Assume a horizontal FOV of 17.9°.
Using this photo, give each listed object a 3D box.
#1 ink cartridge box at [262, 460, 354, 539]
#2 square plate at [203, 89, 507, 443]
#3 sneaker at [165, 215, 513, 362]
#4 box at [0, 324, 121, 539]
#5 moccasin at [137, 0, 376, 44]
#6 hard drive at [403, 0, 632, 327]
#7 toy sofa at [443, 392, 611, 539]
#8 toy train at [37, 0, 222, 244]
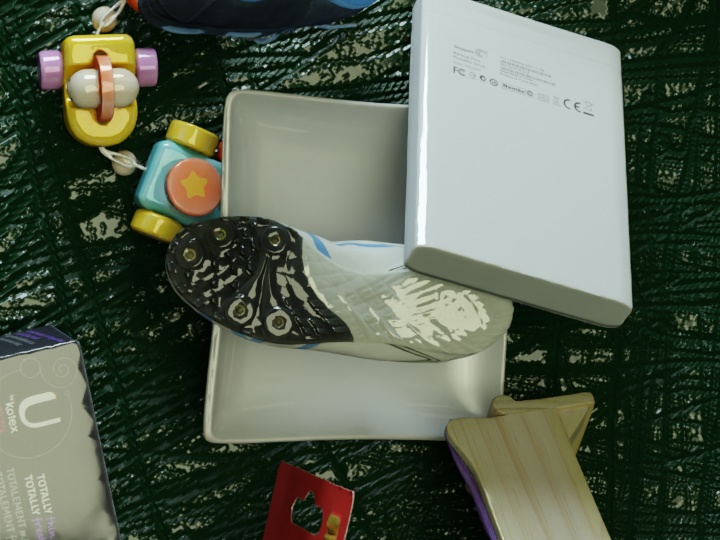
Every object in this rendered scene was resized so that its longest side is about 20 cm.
[{"bbox_3d":[-0.065,0.209,1.272,0.050,0.161,0.201,12,88,-17],"label":"ink cartridge box"},{"bbox_3d":[0.000,0.000,1.330,0.199,0.028,0.199,2,93,-30],"label":"square plate"},{"bbox_3d":[-0.015,0.014,1.274,0.199,0.072,0.072,10,81,-15],"label":"sneaker"},{"bbox_3d":[-0.245,0.112,1.253,0.199,0.106,0.123,-12,96,-14],"label":"box"},{"bbox_3d":[-0.059,-0.168,1.274,0.068,0.200,0.081,-25,81,28],"label":"moccasin"},{"bbox_3d":[0.091,-0.067,1.313,0.131,0.027,0.201,16,48,-15],"label":"hard drive"},{"bbox_3d":[0.111,0.172,1.299,0.097,0.083,0.201,-7,50,-17],"label":"toy sofa"},{"bbox_3d":[-0.098,-0.107,1.312,0.150,0.056,0.201,-30,98,-11],"label":"toy train"}]
